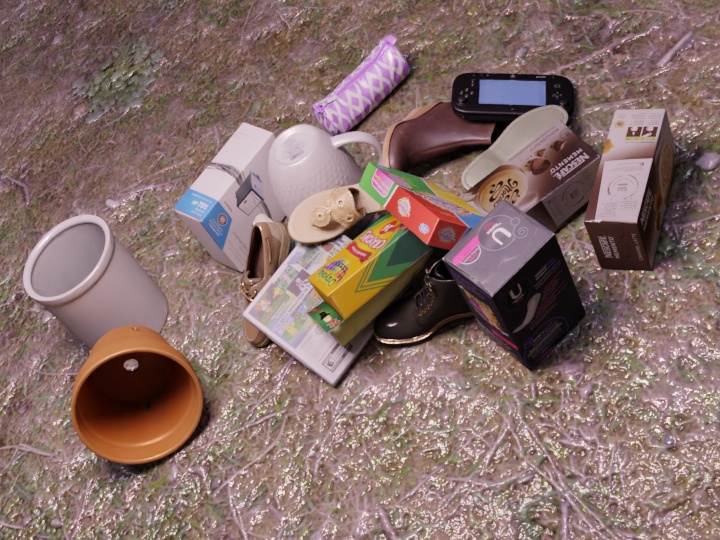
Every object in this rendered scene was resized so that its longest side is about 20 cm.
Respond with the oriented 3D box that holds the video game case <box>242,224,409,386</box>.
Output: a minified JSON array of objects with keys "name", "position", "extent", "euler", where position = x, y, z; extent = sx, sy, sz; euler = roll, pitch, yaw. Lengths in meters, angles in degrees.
[{"name":"video game case","position":[-0.052,0.046,1.713],"extent":[0.181,0.022,0.201],"euler":[35,75,12]}]

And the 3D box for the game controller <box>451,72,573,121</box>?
[{"name":"game controller","position":[0.247,-0.283,1.810],"extent":[0.196,0.042,0.106],"euler":[3,56,6]}]

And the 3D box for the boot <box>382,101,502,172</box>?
[{"name":"boot","position":[0.134,-0.216,1.814],"extent":[0.164,0.073,0.201],"euler":[3,40,26]}]

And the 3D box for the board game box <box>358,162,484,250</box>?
[{"name":"board game box","position":[0.108,-0.084,1.609],"extent":[0.200,0.151,0.041],"euler":[44,114,48]}]

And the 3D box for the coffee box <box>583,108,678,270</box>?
[{"name":"coffee box","position":[0.388,-0.116,1.585],"extent":[0.079,0.115,0.202],"euler":[4,57,30]}]

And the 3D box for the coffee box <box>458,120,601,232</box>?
[{"name":"coffee box","position":[0.264,-0.118,1.679],"extent":[0.199,0.080,0.113],"euler":[-36,45,0]}]

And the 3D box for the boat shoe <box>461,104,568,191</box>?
[{"name":"boat shoe","position":[0.246,-0.181,1.752],"extent":[0.200,0.061,0.072],"euler":[-38,58,-3]}]

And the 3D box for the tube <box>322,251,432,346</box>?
[{"name":"tube","position":[0.033,0.032,1.660],"extent":[0.199,0.052,0.058],"euler":[-40,34,-4]}]

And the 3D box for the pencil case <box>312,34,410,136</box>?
[{"name":"pencil case","position":[-0.002,-0.326,1.990],"extent":[0.200,0.086,0.084],"euler":[-45,48,-10]}]

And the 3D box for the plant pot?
[{"name":"plant pot","position":[-0.351,0.178,1.732],"extent":[0.199,0.201,0.140],"euler":[-33,29,1]}]

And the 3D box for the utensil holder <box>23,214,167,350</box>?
[{"name":"utensil holder","position":[-0.439,0.035,1.872],"extent":[0.167,0.201,0.172],"euler":[-16,48,18]}]

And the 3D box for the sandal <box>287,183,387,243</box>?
[{"name":"sandal","position":[-0.014,-0.109,1.726],"extent":[0.209,0.070,0.079],"euler":[-19,74,-21]}]

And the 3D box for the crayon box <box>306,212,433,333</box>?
[{"name":"crayon box","position":[0.000,0.000,1.641],"extent":[0.199,0.051,0.127],"euler":[-40,20,-7]}]

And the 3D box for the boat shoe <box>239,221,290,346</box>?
[{"name":"boat shoe","position":[-0.164,0.021,1.762],"extent":[0.071,0.064,0.204],"euler":[15,100,41]}]

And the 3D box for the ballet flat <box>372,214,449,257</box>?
[{"name":"ballet flat","position":[0.102,-0.064,1.740],"extent":[0.198,0.068,0.076],"euler":[11,58,39]}]

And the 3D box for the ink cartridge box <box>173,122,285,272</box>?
[{"name":"ink cartridge box","position":[-0.202,-0.125,1.901],"extent":[0.085,0.147,0.201],"euler":[23,68,41]}]

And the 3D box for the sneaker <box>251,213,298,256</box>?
[{"name":"sneaker","position":[-0.096,-0.038,1.807],"extent":[0.093,0.070,0.200],"euler":[-44,57,7]}]

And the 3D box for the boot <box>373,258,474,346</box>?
[{"name":"boot","position":[0.092,0.035,1.608],"extent":[0.198,0.138,0.078],"euler":[-24,61,13]}]

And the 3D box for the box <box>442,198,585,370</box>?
[{"name":"box","position":[0.212,0.022,1.513],"extent":[0.122,0.201,0.106],"euler":[-43,50,-9]}]

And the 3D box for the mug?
[{"name":"mug","position":[-0.051,-0.158,1.822],"extent":[0.198,0.176,0.149],"euler":[-24,47,10]}]
